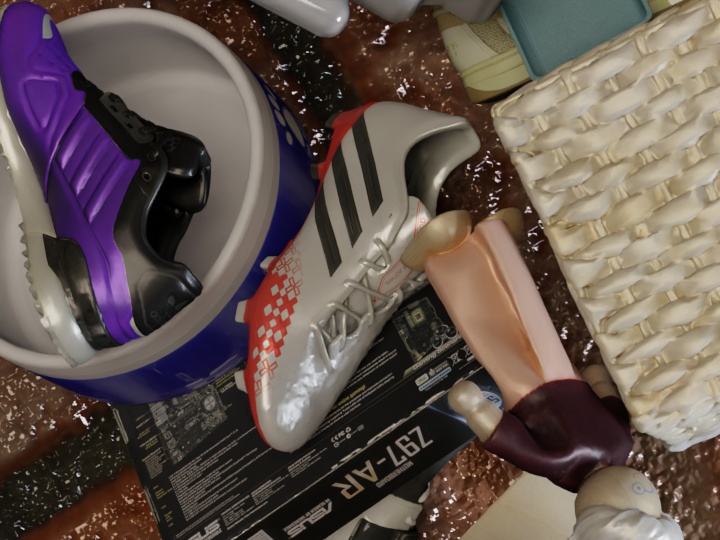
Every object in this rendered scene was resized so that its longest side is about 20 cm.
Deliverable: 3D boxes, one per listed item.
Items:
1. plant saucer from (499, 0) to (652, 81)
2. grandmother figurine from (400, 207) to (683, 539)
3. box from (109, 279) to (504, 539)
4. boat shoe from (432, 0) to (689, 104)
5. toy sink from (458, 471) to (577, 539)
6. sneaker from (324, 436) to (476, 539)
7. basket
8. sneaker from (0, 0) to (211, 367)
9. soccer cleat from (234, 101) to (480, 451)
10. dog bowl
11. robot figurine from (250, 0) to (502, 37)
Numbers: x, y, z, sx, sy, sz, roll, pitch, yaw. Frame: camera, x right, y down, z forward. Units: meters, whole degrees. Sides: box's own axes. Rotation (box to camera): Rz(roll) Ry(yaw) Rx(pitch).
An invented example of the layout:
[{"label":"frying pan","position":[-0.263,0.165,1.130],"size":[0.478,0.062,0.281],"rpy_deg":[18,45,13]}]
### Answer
[{"label":"plant saucer","position":[0.089,-0.183,1.483],"size":[0.070,0.019,0.200],"rpy_deg":[-29,54,11]},{"label":"grandmother figurine","position":[0.090,0.062,1.364],"size":[0.200,0.121,0.061],"rpy_deg":[60,137,22]},{"label":"box","position":[-0.029,0.058,1.489],"size":[0.200,0.044,0.160],"rpy_deg":[-36,46,9]},{"label":"boat shoe","position":[0.136,-0.154,1.490],"size":[0.201,0.073,0.063],"rpy_deg":[-25,88,17]},{"label":"toy sink","position":[0.095,0.191,1.456],"size":[0.130,0.200,0.112],"rpy_deg":[42,67,9]},{"label":"sneaker","position":[-0.001,0.140,1.517],"size":[0.200,0.074,0.089],"rpy_deg":[-36,96,10]},{"label":"basket","position":[0.195,-0.034,1.429],"size":[0.200,0.161,0.198],"rpy_deg":[-26,83,8]},{"label":"sneaker","position":[-0.125,-0.054,1.432],"size":[0.099,0.070,0.200],"rpy_deg":[-20,66,9]},{"label":"soccer cleat","position":[0.000,0.000,1.435],"size":[0.085,0.069,0.200],"rpy_deg":[2,58,33]},{"label":"dog bowl","position":[-0.125,-0.033,1.503],"size":[0.200,0.079,0.200],"rpy_deg":[-9,68,23]},{"label":"robot figurine","position":[-0.006,-0.201,1.430],"size":[0.200,0.113,0.170],"rpy_deg":[28,74,-1]}]
